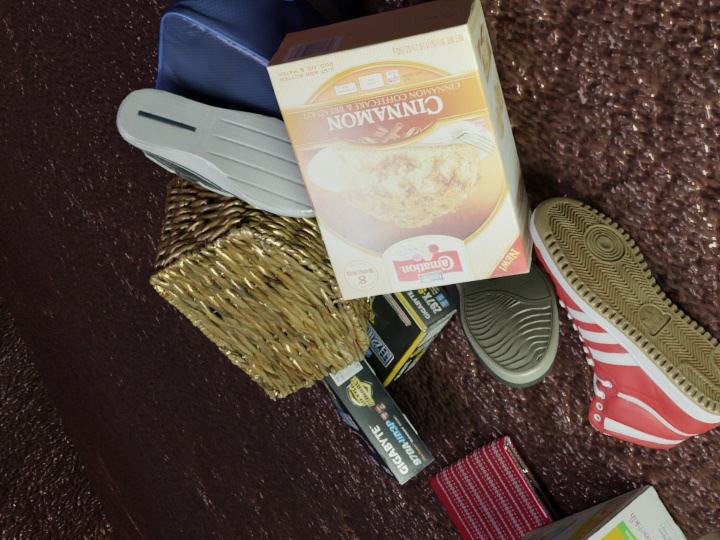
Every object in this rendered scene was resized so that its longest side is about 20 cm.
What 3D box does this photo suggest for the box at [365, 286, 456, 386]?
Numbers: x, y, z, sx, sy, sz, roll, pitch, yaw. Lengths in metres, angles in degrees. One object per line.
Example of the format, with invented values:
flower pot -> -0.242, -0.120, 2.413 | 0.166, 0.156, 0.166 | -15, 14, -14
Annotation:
box -> 0.000, 0.000, 1.278 | 0.201, 0.049, 0.160 | 54, 157, 11

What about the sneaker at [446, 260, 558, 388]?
sneaker -> 0.118, 0.044, 1.040 | 0.201, 0.074, 0.107 | -107, -3, -53

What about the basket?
basket -> -0.079, -0.009, 1.205 | 0.200, 0.142, 0.150 | 47, -153, -32

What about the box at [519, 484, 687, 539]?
box -> 0.196, 0.278, 1.127 | 0.113, 0.101, 0.200 | 56, 148, 7

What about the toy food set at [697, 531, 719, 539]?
toy food set -> 0.329, 0.304, 0.980 | 0.143, 0.060, 0.201 | 22, 137, 54

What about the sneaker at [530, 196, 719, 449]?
sneaker -> 0.182, 0.046, 0.954 | 0.200, 0.071, 0.113 | 51, 151, 13

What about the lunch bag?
lunch bag -> -0.087, -0.195, 1.116 | 0.135, 0.133, 0.200 | 31, 151, 3

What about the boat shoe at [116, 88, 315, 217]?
boat shoe -> -0.106, -0.099, 1.088 | 0.199, 0.073, 0.071 | 25, 174, 9

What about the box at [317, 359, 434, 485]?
box -> 0.002, 0.138, 1.357 | 0.160, 0.046, 0.200 | 55, 173, -1

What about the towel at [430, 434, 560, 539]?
towel -> 0.145, 0.249, 1.317 | 0.145, 0.022, 0.200 | 58, 154, 8

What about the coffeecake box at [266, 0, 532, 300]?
coffeecake box -> 0.036, -0.089, 0.981 | 0.152, 0.073, 0.201 | -9, 118, 17
